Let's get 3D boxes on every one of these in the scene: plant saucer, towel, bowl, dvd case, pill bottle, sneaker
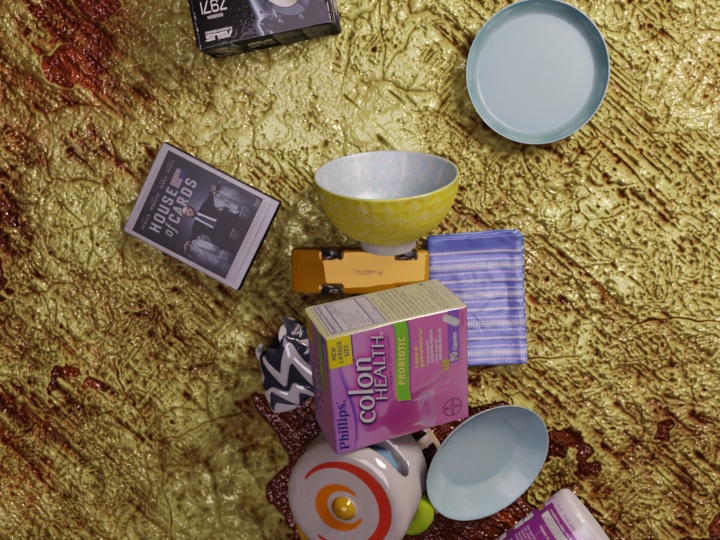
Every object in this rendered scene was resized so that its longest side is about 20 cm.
[{"bbox_3d":[0.178,0.271,1.129,0.200,0.039,0.202,-10,119,-18],"label":"plant saucer"},{"bbox_3d":[0.249,-0.280,1.104,0.199,0.027,0.202,1,96,6],"label":"plant saucer"},{"bbox_3d":[0.171,0.043,1.145,0.144,0.024,0.202,-3,95,7],"label":"towel"},{"bbox_3d":[0.038,-0.085,1.075,0.199,0.200,0.108,0,116,6],"label":"bowl"},{"bbox_3d":[-0.238,-0.081,1.172,0.199,0.025,0.151,27,97,2],"label":"dvd case"},{"bbox_3d":[0.254,0.419,1.129,0.200,0.112,0.112,-40,91,7],"label":"pill bottle"},{"bbox_3d":[-0.064,0.118,1.146,0.198,0.080,0.130,-19,102,17],"label":"sneaker"}]

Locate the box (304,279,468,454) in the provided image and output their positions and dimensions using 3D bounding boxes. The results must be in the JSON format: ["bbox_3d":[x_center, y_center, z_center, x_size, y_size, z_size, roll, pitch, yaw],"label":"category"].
[{"bbox_3d":[0.038,0.127,1.054,0.199,0.097,0.177,-11,115,-17],"label":"box"}]

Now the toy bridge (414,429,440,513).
[{"bbox_3d":[0.081,0.265,1.173,0.067,0.027,0.200,-35,91,5],"label":"toy bridge"}]

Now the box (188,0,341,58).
[{"bbox_3d":[-0.140,-0.405,1.099,0.199,0.086,0.165,-9,95,6],"label":"box"}]

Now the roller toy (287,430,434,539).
[{"bbox_3d":[-0.007,0.308,1.111,0.199,0.140,0.184,-7,103,21],"label":"roller toy"}]

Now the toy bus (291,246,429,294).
[{"bbox_3d":[0.000,0.000,1.129,0.198,0.078,0.066,0,95,5],"label":"toy bus"}]
